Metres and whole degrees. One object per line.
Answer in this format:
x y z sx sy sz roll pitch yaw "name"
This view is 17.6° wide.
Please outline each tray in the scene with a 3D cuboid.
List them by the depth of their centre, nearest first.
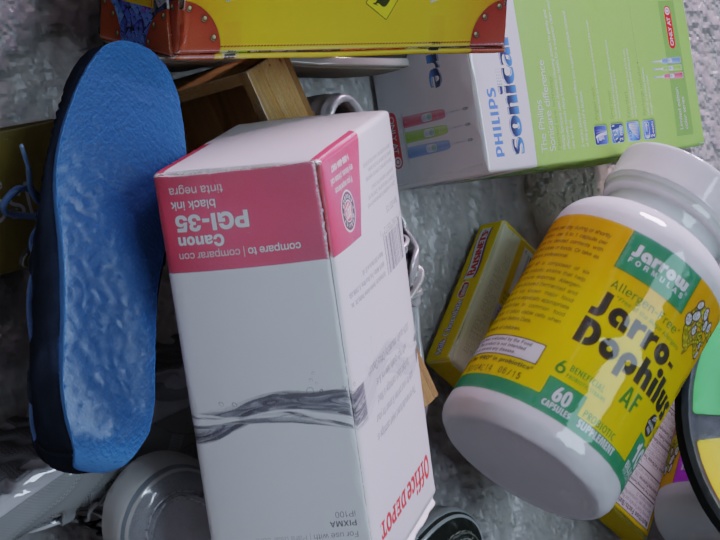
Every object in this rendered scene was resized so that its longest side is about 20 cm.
-0.041 -0.011 1.220 0.037 0.098 0.201 -37 109 -42 "tray"

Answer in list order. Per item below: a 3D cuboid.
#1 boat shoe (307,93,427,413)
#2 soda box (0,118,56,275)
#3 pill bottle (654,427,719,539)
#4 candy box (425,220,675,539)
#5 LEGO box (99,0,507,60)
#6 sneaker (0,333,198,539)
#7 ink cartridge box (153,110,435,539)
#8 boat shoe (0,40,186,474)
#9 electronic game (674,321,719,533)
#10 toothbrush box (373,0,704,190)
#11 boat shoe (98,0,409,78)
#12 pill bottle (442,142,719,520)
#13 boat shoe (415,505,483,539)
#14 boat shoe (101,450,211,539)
0.000 0.000 1.280 0.073 0.065 0.201 -32 105 -42 "boat shoe"
-0.217 -0.020 1.080 0.199 0.064 0.068 -17 96 -44 "soda box"
0.241 0.118 1.433 0.104 0.104 0.201 34 62 -34 "pill bottle"
0.124 0.069 1.413 0.200 0.026 0.103 43 58 -31 "candy box"
-0.022 -0.184 1.152 0.199 0.077 0.150 -4 104 -34 "LEGO box"
-0.122 0.101 1.143 0.199 0.074 0.083 -28 109 -38 "sneaker"
-0.026 0.036 1.102 0.147 0.082 0.201 -45 129 -72 "ink cartridge box"
-0.132 -0.008 1.071 0.084 0.068 0.201 20 69 -31 "boat shoe"
0.277 0.092 1.373 0.199 0.042 0.201 5 72 -16 "electronic game"
0.103 -0.132 1.385 0.199 0.086 0.147 -10 90 -44 "toothbrush box"
-0.052 -0.135 1.253 0.199 0.067 0.057 -2 89 -40 "boat shoe"
0.140 0.030 1.325 0.113 0.112 0.201 45 67 -29 "pill bottle"
0.035 0.220 1.278 0.071 0.063 0.201 40 58 -31 "boat shoe"
-0.060 0.166 1.157 0.072 0.068 0.201 -44 135 -21 "boat shoe"
